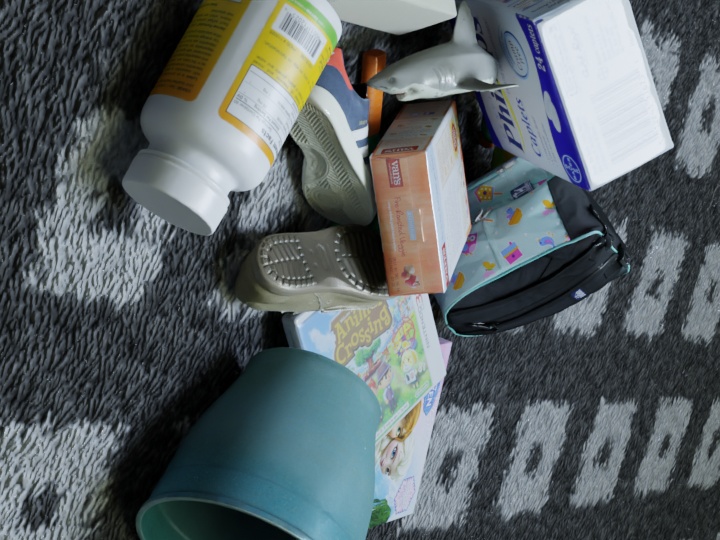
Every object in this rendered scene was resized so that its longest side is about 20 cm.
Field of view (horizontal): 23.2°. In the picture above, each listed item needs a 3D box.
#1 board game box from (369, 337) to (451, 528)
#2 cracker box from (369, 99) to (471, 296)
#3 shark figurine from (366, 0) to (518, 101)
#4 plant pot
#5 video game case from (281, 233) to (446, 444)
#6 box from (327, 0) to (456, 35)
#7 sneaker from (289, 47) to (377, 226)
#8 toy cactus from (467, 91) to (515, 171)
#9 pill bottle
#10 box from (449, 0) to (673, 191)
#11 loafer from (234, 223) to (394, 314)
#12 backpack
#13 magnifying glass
[{"bbox_3d":[0.013,0.172,1.835,0.199,0.041,0.202,-7,112,-58],"label":"board game box"},{"bbox_3d":[0.059,-0.072,1.658,0.200,0.057,0.135,-61,145,-69],"label":"cracker box"},{"bbox_3d":[0.095,-0.205,1.636,0.214,0.127,0.091,-24,109,-69],"label":"shark figurine"},{"bbox_3d":[-0.073,0.180,1.559,0.201,0.198,0.189,71,34,-48],"label":"plant pot"},{"bbox_3d":[0.009,0.076,1.718,0.200,0.022,0.184,-40,126,-42],"label":"video game case"},{"bbox_3d":[0.005,-0.261,1.515,0.199,0.068,0.083,4,73,-60],"label":"box"},{"bbox_3d":[-0.017,-0.122,1.588,0.201,0.074,0.085,75,30,-54],"label":"sneaker"},{"bbox_3d":[0.159,-0.190,1.840,0.164,0.102,0.202,3,114,-50],"label":"toy cactus"},{"bbox_3d":[-0.105,-0.134,1.384,0.201,0.110,0.111,-62,150,-15],"label":"pill bottle"},{"bbox_3d":[0.186,-0.197,1.692,0.104,0.200,0.185,-28,116,-13],"label":"box"},{"bbox_3d":[-0.041,0.002,1.607,0.199,0.068,0.076,5,66,-48],"label":"loafer"},{"bbox_3d":[0.160,-0.021,1.846,0.199,0.154,0.176,-35,158,11],"label":"backpack"},{"bbox_3d":[0.004,-0.112,1.681,0.079,0.022,0.202,-27,131,-51],"label":"magnifying glass"}]
